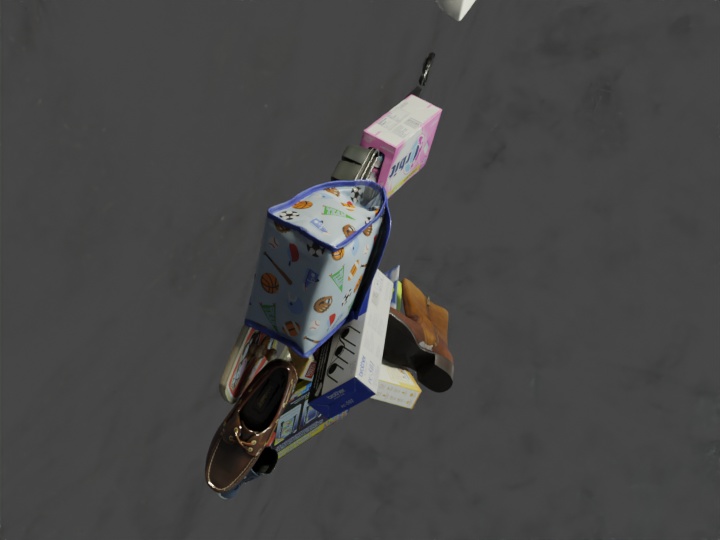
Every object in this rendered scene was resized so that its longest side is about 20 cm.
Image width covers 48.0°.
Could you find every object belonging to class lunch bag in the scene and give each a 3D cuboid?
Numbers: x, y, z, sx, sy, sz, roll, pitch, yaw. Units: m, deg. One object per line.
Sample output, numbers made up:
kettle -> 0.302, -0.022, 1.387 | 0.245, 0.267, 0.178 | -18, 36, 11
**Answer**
lunch bag -> -0.040, -0.014, 1.036 | 0.200, 0.122, 0.173 | -39, 153, -56

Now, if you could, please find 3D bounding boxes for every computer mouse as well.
computer mouse -> 0.102, -0.340, 1.508 | 0.059, 0.033, 0.203 | 106, 4, -53

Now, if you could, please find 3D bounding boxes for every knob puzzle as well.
knob puzzle -> -0.137, 0.104, 1.118 | 0.220, 0.030, 0.224 | 24, 89, -82

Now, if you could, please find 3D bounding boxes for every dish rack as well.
dish rack -> -0.029, -0.086, 1.225 | 0.201, 0.054, 0.155 | 96, 20, -67

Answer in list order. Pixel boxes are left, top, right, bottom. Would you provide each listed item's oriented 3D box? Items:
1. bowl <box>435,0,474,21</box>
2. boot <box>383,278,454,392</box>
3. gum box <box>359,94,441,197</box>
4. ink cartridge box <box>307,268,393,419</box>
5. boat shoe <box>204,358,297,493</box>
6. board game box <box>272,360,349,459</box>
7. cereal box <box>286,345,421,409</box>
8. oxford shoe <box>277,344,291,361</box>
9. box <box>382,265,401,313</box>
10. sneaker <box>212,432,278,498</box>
bowl -> 0.174, -0.527, 1.289 | 0.202, 0.073, 0.201 | 106, 10, -45
boot -> 0.080, 0.069, 1.280 | 0.069, 0.187, 0.202 | -45, -159, 27
gum box -> 0.058, -0.203, 1.363 | 0.200, 0.065, 0.115 | -45, 158, -49
ink cartridge box -> -0.011, 0.095, 1.109 | 0.093, 0.044, 0.202 | -33, -150, 34
boat shoe -> -0.153, 0.211, 1.103 | 0.203, 0.069, 0.070 | -62, -176, -6
board game box -> -0.093, 0.211, 1.326 | 0.198, 0.057, 0.168 | -26, 145, -37
cereal box -> -0.018, 0.134, 1.222 | 0.040, 0.197, 0.144 | -62, -153, 17
oxford shoe -> -0.110, 0.160, 1.364 | 0.203, 0.057, 0.075 | -62, 175, -18
box -> -0.002, 0.084, 1.408 | 0.198, 0.048, 0.124 | -28, -143, 30
sneaker -> -0.171, 0.296, 1.228 | 0.202, 0.083, 0.075 | 105, 12, -46
